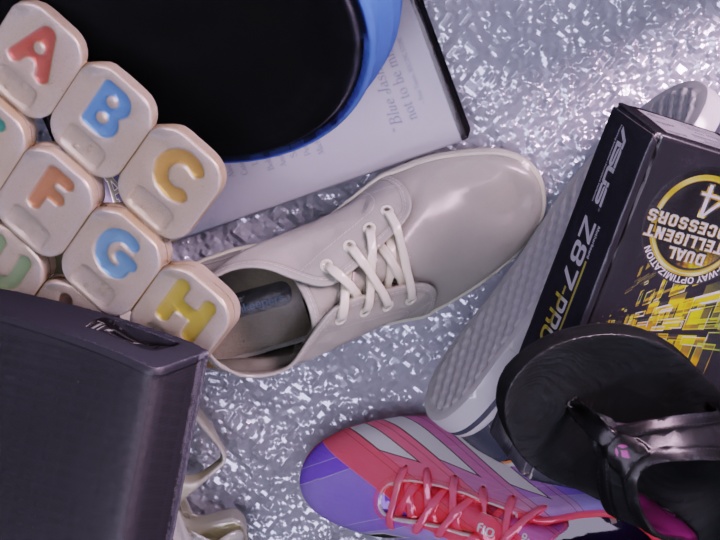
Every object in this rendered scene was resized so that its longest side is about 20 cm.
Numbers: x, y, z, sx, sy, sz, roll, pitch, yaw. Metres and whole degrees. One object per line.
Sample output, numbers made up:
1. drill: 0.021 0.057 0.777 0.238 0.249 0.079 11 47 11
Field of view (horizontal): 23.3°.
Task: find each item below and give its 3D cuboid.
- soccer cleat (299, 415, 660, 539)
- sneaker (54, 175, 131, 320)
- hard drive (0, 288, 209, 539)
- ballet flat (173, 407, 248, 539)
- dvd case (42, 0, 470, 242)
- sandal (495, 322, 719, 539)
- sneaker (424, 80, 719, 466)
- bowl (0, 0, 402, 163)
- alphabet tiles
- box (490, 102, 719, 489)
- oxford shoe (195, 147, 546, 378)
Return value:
1. soccer cleat: 0.065 0.119 0.866 0.198 0.077 0.067 9 110 5
2. sneaker: -0.193 -0.011 0.863 0.198 0.067 0.091 -4 110 17
3. hard drive: -0.174 0.075 0.778 0.198 0.042 0.136 11 88 19
4. ballet flat: -0.094 0.122 0.904 0.069 0.069 0.202 -16 104 14
5. dvd case: -0.063 -0.098 0.845 0.198 0.018 0.144 -18 105 15
6. sandal: 0.140 0.087 0.737 0.200 0.048 0.075 35 100 -29
7. sneaker: 0.119 0.008 0.822 0.079 0.079 0.201 34 103 -18
8. bowl: -0.081 -0.120 0.754 0.198 0.040 0.201 9 144 6
9. alphabet tiles: -0.152 -0.016 0.791 0.200 0.015 0.196 41 122 0
10. box: 0.175 0.029 0.779 0.198 0.049 0.162 14 109 -23
11. oxford shoe: 0.000 0.000 0.824 0.198 0.058 0.076 -21 104 -8
